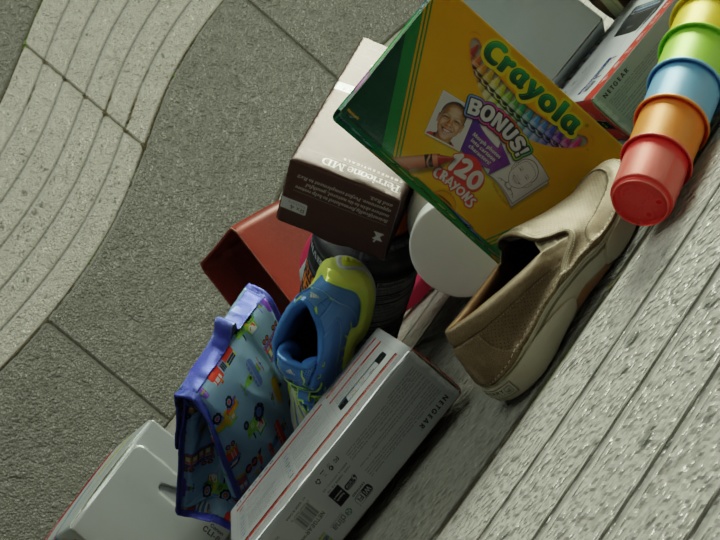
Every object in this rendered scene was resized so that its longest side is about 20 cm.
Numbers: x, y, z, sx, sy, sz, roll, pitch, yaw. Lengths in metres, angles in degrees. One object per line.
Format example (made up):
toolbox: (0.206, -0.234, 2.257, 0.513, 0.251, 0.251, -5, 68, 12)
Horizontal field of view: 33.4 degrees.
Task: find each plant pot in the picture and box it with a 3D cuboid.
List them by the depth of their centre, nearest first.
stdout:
plant pot: (-0.055, -0.001, 1.491, 0.176, 0.201, 0.200, -39, 2, -22)

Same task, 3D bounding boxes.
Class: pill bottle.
pill bottle: (0.100, -0.058, 1.029, 0.109, 0.109, 0.200, -47, 7, 28)
pill bottle: (0.000, 0.000, 1.122, 0.107, 0.105, 0.201, -57, -13, -46)

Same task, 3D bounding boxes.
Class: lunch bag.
lunch bag: (-0.114, 0.125, 1.132, 0.151, 0.093, 0.202, -57, -27, -44)

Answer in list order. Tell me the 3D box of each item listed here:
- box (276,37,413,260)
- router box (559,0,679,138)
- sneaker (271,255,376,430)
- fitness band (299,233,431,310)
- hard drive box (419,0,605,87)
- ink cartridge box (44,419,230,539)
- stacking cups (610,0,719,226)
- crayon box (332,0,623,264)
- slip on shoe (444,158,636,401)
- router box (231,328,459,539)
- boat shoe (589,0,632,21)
box: (0.009, -0.110, 1.038, 0.075, 0.099, 0.201, 107, -175, -45)
router box: (0.255, -0.203, 1.033, 0.201, 0.049, 0.180, -51, 7, 2)
sneaker: (-0.047, 0.086, 1.047, 0.105, 0.075, 0.202, -30, -45, -52)
fitness band: (0.020, -0.019, 1.217, 0.200, 0.142, 0.038, -52, 37, 37)
hard drive box: (0.147, -0.253, 1.195, 0.077, 0.200, 0.156, -50, -17, 3)
ink cartridge box: (-0.236, 0.277, 1.297, 0.145, 0.145, 0.200, -54, 7, -30)
stacking cups: (0.206, -0.110, 0.795, 0.060, 0.060, 0.201, -42, 11, 51)
crayon box: (0.092, -0.094, 0.877, 0.119, 0.200, 0.058, -50, 6, -3)
slip on shoe: (0.121, -0.009, 0.792, 0.201, 0.060, 0.076, -54, 13, -24)
router box: (-0.019, 0.142, 0.920, 0.201, 0.049, 0.179, -51, 6, -2)
boat shoe: (0.241, -0.285, 1.122, 0.201, 0.075, 0.075, 11, -43, -45)
